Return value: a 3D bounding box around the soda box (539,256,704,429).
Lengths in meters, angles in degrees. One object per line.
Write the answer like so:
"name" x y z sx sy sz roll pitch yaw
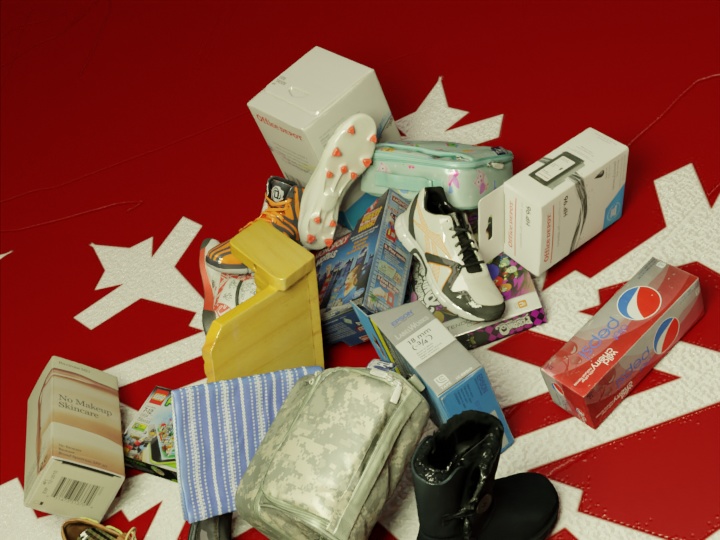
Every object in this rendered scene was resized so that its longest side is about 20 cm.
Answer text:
"soda box" 0.298 0.079 1.124 0.200 0.064 0.070 -42 43 -15

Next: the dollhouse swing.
"dollhouse swing" -0.144 0.081 1.212 0.174 0.202 0.181 -23 35 -29

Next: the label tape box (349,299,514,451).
"label tape box" 0.081 0.112 1.143 0.063 0.145 0.200 -34 42 -8

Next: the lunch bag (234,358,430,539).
"lunch bag" -0.020 0.203 1.061 0.167 0.139 0.201 -17 38 58

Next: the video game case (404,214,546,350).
"video game case" 0.129 0.018 1.293 0.179 0.036 0.201 -19 42 8

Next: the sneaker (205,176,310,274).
"sneaker" -0.137 -0.071 1.408 0.077 0.113 0.199 25 35 37

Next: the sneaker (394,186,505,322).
"sneaker" 0.113 -0.022 1.220 0.073 0.080 0.201 -10 52 -39

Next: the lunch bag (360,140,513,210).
"lunch bag" 0.106 -0.135 1.369 0.198 0.078 0.159 11 14 38

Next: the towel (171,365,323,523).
"towel" -0.114 0.190 1.113 0.198 0.147 0.024 -6 0 -37

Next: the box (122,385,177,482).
"box" -0.213 0.218 1.274 0.198 0.035 0.111 7 52 33

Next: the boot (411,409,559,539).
"boot" 0.128 0.207 0.971 0.199 0.170 0.076 -23 40 -32

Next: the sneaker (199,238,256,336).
"sneaker" -0.171 0.019 1.429 0.107 0.068 0.203 -16 42 4

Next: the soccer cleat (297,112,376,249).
"soccer cleat" -0.040 -0.125 1.357 0.202 0.069 0.078 -66 28 15

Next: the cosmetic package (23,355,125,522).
"cosmetic package" -0.366 0.213 1.274 0.088 0.103 0.201 -56 31 20

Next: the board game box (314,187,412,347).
"board game box" 0.000 0.000 1.315 0.199 0.061 0.202 -23 38 52

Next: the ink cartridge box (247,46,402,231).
"ink cartridge box" -0.040 -0.195 1.468 0.145 0.201 0.147 -43 44 -17

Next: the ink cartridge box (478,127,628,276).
"ink cartridge box" 0.239 -0.077 1.239 0.199 0.117 0.068 -33 48 -23

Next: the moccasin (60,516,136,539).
"moccasin" -0.277 0.338 1.155 0.200 0.078 0.074 22 61 41

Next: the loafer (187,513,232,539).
"loafer" -0.155 0.336 1.108 0.071 0.073 0.202 -5 55 11
